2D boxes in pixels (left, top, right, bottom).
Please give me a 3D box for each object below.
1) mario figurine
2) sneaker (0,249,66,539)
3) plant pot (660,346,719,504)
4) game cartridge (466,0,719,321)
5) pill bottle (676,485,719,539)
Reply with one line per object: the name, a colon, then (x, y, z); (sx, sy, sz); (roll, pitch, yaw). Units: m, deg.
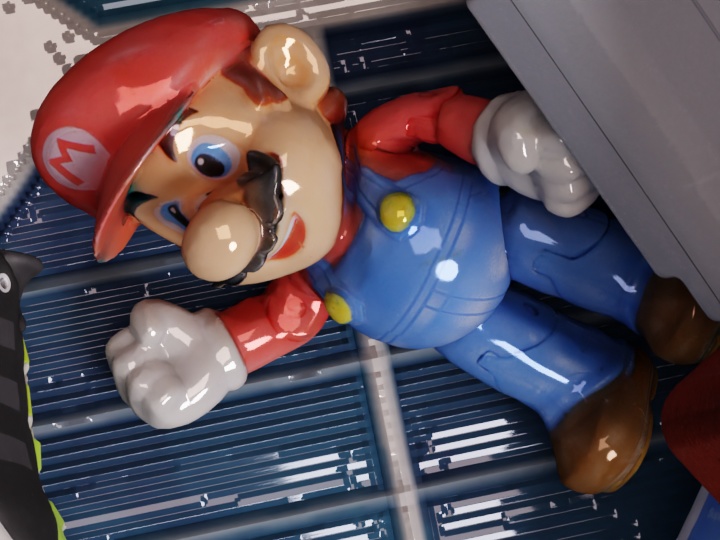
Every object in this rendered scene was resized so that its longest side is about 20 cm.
mario figurine: (0.000, 0.000, 0.778); (0.200, 0.106, 0.123); (24, 83, -9)
sneaker: (-0.112, 0.029, 0.773); (0.083, 0.072, 0.200); (-37, 104, -27)
plant pot: (0.214, 0.036, 0.654); (0.200, 0.176, 0.200); (-42, 83, -4)
game cartridge: (0.111, -0.097, 0.780); (0.133, 0.042, 0.200); (56, 49, -21)
pill bottle: (0.165, 0.050, 0.797); (0.112, 0.112, 0.200); (26, 84, -7)
